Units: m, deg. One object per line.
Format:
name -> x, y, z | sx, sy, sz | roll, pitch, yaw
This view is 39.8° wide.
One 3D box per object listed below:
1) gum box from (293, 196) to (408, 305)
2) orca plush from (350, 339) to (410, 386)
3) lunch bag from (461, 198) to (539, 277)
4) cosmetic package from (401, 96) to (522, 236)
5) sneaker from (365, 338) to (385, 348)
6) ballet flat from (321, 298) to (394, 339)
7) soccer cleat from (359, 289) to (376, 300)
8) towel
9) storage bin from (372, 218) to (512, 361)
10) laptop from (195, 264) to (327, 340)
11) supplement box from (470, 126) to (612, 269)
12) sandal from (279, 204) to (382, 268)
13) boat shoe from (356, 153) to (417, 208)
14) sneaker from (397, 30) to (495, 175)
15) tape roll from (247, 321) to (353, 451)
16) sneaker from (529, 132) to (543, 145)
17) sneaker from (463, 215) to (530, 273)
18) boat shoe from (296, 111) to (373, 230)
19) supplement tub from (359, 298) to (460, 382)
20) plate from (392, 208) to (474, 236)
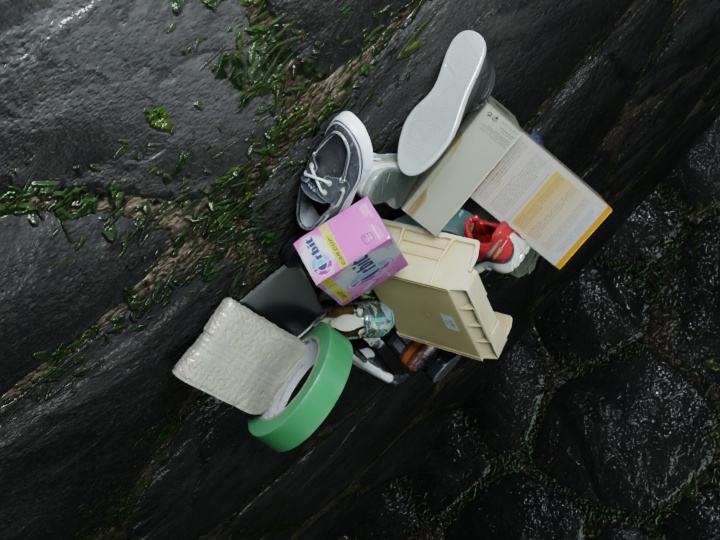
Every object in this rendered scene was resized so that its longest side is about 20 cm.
gum box -> -0.007, -0.020, 1.348 | 0.113, 0.067, 0.200 | -32, 166, 3
orca plush -> 0.008, 0.134, 1.780 | 0.072, 0.198, 0.105 | -64, -167, -13
lunch bag -> 0.248, -0.106, 1.681 | 0.117, 0.200, 0.165 | -30, 158, -36
cosmetic package -> 0.145, -0.161, 1.475 | 0.201, 0.071, 0.106 | -51, -167, 18
sneaker -> 0.004, 0.127, 1.876 | 0.199, 0.073, 0.072 | -31, 161, -34
ballet flat -> -0.036, 0.080, 1.581 | 0.198, 0.075, 0.074 | -12, -170, 44
soccer cleat -> 0.000, 0.000, 1.592 | 0.082, 0.067, 0.199 | -61, 160, 10
towel -> -0.167, 0.125, 1.417 | 0.133, 0.034, 0.200 | -54, 139, -2
storage bin -> 0.122, 0.033, 1.554 | 0.094, 0.196, 0.201 | -58, 142, -24
laptop -> -0.158, 0.082, 1.503 | 0.187, 0.117, 0.200 | -39, -169, -14
supplement box -> 0.269, -0.116, 1.528 | 0.126, 0.199, 0.074 | -48, -165, 16
sandal -> -0.033, -0.042, 1.436 | 0.199, 0.048, 0.076 | -29, 157, -42
boat shoe -> 0.029, -0.130, 1.374 | 0.075, 0.064, 0.201 | -63, 163, 16
sneaker -> 0.122, -0.211, 1.324 | 0.202, 0.070, 0.099 | -63, 157, 9
tape roll -> -0.092, 0.174, 1.506 | 0.200, 0.048, 0.202 | -43, -157, 24
sneaker -> 0.324, -0.162, 1.786 | 0.077, 0.203, 0.076 | 11, 145, -20
sneaker -> 0.186, -0.048, 1.550 | 0.077, 0.085, 0.199 | -48, -161, -22
boat shoe -> -0.041, -0.115, 1.226 | 0.067, 0.072, 0.201 | -36, 168, -29
supplement tub -> 0.091, 0.107, 1.809 | 0.107, 0.200, 0.107 | -39, 164, -14
plate -> 0.107, -0.035, 1.657 | 0.196, 0.026, 0.201 | -11, 146, -7
